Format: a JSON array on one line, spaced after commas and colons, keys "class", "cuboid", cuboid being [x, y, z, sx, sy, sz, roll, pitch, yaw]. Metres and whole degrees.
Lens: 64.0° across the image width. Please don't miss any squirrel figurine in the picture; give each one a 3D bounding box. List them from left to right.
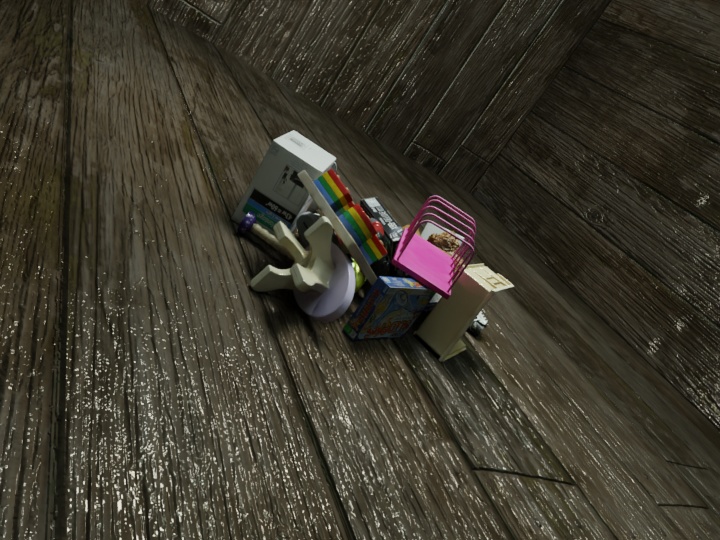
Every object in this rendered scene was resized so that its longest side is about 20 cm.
[{"class": "squirrel figurine", "cuboid": [0.179, -0.044, 1.548, 0.199, 0.142, 0.187, -9, 49, -38]}]

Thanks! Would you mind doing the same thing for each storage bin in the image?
[{"class": "storage bin", "cuboid": [0.244, 0.092, 1.341, 0.094, 0.201, 0.198, 40, 19, 21]}]

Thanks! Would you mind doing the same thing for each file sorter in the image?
[{"class": "file sorter", "cuboid": [0.169, -0.062, 1.241, 0.138, 0.126, 0.200, 32, 26, -3]}]

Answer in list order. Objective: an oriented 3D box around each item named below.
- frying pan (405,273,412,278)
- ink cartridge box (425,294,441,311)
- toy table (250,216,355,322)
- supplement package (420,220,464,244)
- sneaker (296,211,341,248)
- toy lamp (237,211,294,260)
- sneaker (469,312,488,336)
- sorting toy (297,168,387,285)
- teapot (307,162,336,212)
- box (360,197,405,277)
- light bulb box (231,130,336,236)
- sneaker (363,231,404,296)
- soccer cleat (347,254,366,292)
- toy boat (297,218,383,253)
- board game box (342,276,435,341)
[{"class": "frying pan", "cuboid": [0.127, -0.005, 1.421, 0.189, 0.116, 0.031, 3, 35, 43]}, {"class": "ink cartridge box", "cuboid": [0.163, 0.073, 1.400, 0.199, 0.094, 0.045, 0, 67, -59]}, {"class": "toy table", "cuboid": [-0.099, -0.006, 1.057, 0.117, 0.184, 0.200, 41, 2, -41]}, {"class": "supplement package", "cuboid": [0.230, -0.061, 1.707, 0.117, 0.118, 0.200, 29, 1, 9]}, {"class": "sneaker", "cuboid": [-0.063, -0.039, 1.239, 0.071, 0.073, 0.201, -21, 84, -58]}, {"class": "toy lamp", "cuboid": [-0.160, -0.046, 1.196, 0.199, 0.058, 0.058, 34, 19, -3]}, {"class": "sneaker", "cuboid": [0.281, 0.111, 1.548, 0.200, 0.076, 0.115, 19, 23, -46]}, {"class": "sorting toy", "cuboid": [-0.022, -0.096, 1.158, 0.199, 0.069, 0.200, 56, -1, 26]}, {"class": "teapot", "cuboid": [-0.158, -0.263, 1.572, 0.196, 0.147, 0.200, 29, 19, -19]}, {"class": "box", "cuboid": [0.055, -0.068, 1.461, 0.049, 0.159, 0.200, -12, 41, -19]}, {"class": "light bulb box", "cuboid": [-0.166, -0.185, 1.290, 0.124, 0.201, 0.198, 32, 19, -4]}, {"class": "sneaker", "cuboid": [0.064, 0.016, 1.271, 0.103, 0.202, 0.060, 14, 24, 23]}, {"class": "soccer cleat", "cuboid": [0.000, -0.001, 1.345, 0.083, 0.065, 0.200, 26, 19, -12]}, {"class": "toy boat", "cuboid": [-0.048, -0.112, 1.341, 0.198, 0.132, 0.131, -7, 17, -11]}, {"class": "board game box", "cuboid": [0.064, 0.077, 1.167, 0.034, 0.136, 0.199, 44, 22, 28]}]
